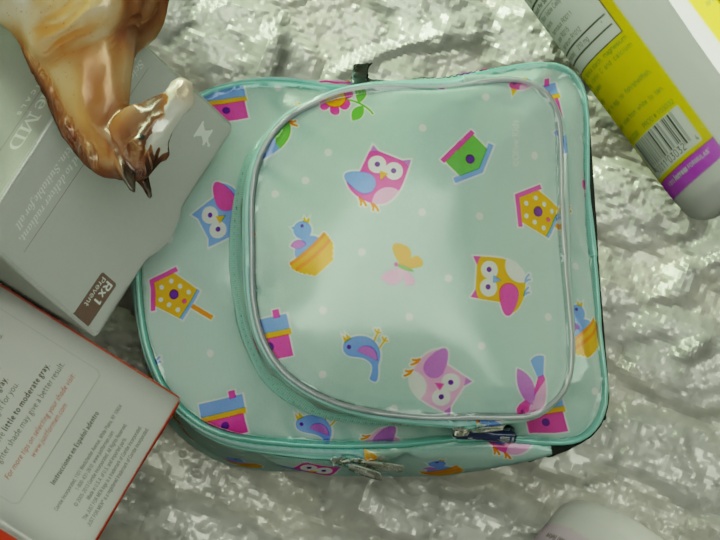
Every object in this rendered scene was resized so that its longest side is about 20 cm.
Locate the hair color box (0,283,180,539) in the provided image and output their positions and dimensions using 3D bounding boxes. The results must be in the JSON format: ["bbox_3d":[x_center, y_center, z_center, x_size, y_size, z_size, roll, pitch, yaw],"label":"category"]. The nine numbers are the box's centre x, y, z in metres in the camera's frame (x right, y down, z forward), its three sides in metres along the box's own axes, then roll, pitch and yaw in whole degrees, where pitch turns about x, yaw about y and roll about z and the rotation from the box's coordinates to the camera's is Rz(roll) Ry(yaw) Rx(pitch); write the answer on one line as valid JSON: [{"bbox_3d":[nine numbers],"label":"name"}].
[{"bbox_3d":[-0.182,0.044,1.133,0.200,0.061,0.102,33,48,-3],"label":"hair color box"}]

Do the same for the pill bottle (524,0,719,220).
[{"bbox_3d":[0.128,-0.128,1.269,0.104,0.104,0.200,-35,84,-9],"label":"pill bottle"}]

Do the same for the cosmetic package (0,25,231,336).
[{"bbox_3d":[-0.161,-0.059,1.193,0.090,0.200,0.107,43,73,-42],"label":"cosmetic package"}]

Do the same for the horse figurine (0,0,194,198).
[{"bbox_3d":[-0.123,-0.131,1.097,0.200,0.050,0.133,33,93,13],"label":"horse figurine"}]

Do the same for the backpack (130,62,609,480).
[{"bbox_3d":[0.000,0.000,1.216,0.199,0.153,0.176,-3,85,3],"label":"backpack"}]

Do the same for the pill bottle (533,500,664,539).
[{"bbox_3d":[0.071,0.203,1.200,0.112,0.112,0.200,38,79,3],"label":"pill bottle"}]
